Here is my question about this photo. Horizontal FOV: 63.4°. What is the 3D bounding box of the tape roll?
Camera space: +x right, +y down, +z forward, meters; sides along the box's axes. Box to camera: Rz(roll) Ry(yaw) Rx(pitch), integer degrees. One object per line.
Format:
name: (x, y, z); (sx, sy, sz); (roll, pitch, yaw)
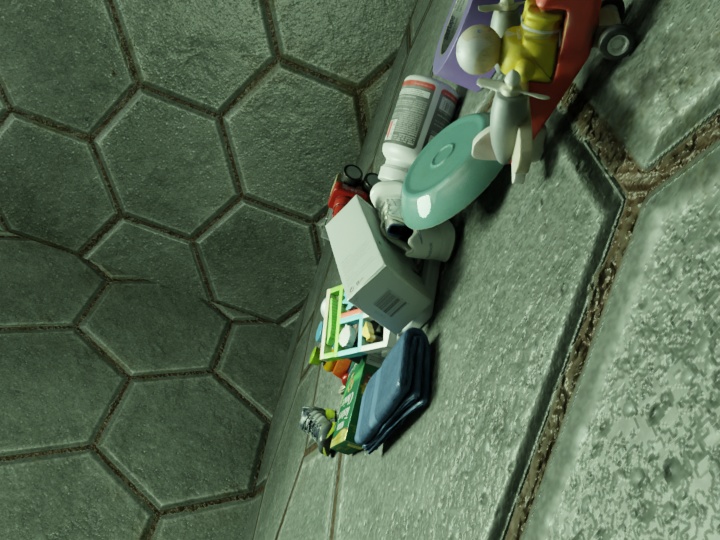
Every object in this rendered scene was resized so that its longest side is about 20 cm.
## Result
tape roll: (0.198, -0.415, 0.983); (0.200, 0.083, 0.205); (-161, 89, -83)

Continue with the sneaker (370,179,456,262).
sneaker: (0.063, -0.083, 0.887); (0.200, 0.085, 0.076); (48, 132, 47)

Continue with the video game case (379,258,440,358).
video game case: (0.086, 0.029, 0.970); (0.201, 0.023, 0.185); (121, 165, -59)

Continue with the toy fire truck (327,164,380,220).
toy fire truck: (0.016, -0.113, 1.229); (0.129, 0.172, 0.203); (120, 166, -51)

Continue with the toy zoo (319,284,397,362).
toy zoo: (0.007, 0.075, 0.977); (0.198, 0.020, 0.134); (-20, 57, 44)

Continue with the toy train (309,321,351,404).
toy train: (-0.060, 0.203, 1.252); (0.085, 0.113, 0.203); (-84, 15, -60)

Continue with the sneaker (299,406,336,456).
sneaker: (-0.096, 0.351, 1.291); (0.200, 0.079, 0.076); (180, 108, -82)

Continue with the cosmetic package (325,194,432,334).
cosmetic package: (0.023, -0.014, 0.890); (0.081, 0.112, 0.202); (-42, 36, 18)

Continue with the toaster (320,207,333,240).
toaster: (-0.061, -0.205, 2.155); (0.200, 0.116, 0.184); (124, 163, -63)

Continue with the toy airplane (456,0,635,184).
toy airplane: (0.154, -0.191, 0.580); (0.200, 0.138, 0.204); (-140, 69, -81)

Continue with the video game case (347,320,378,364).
video game case: (0.027, 0.055, 1.073); (0.181, 0.025, 0.203); (-109, 45, -83)

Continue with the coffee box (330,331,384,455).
coffee box: (0.000, 0.221, 1.053); (0.123, 0.043, 0.204); (126, 161, -64)

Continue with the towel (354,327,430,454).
towel: (0.046, 0.175, 0.835); (0.201, 0.047, 0.113); (116, 168, -49)

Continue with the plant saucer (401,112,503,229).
plant saucer: (0.120, -0.145, 0.791); (0.199, 0.036, 0.202); (-41, 24, 22)

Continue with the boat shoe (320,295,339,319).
boat shoe: (-0.034, 0.070, 1.182); (0.199, 0.067, 0.073); (9, -71, -61)

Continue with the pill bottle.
pill bottle: (0.108, -0.262, 1.138); (0.116, 0.113, 0.205); (-142, 72, -81)
